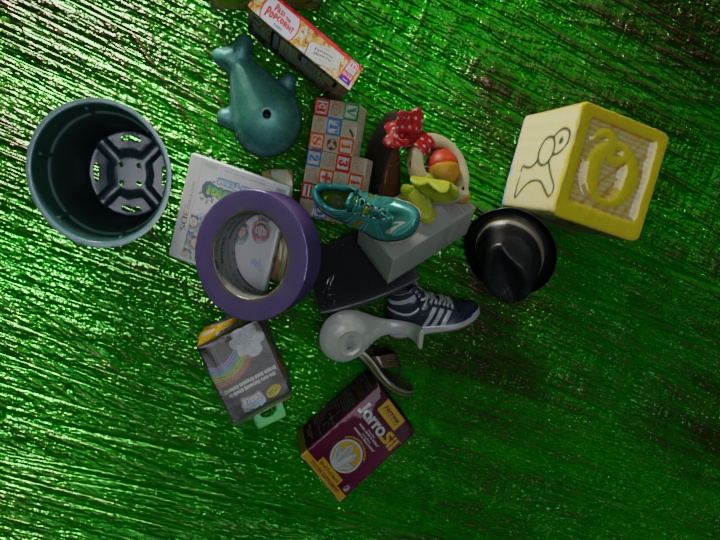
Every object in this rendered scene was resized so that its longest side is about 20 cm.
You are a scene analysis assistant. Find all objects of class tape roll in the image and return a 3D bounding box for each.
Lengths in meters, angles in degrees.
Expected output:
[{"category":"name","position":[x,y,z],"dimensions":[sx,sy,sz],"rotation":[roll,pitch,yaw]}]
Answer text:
[{"category":"tape roll","position":[-0.166,-0.027,0.886],"dimensions":[0.191,0.085,0.209],"rotation":[1,95,11]}]

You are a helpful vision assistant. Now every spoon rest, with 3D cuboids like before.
[{"category":"spoon rest","position":[0.018,0.119,0.997],"dimensions":[0.192,0.061,0.103],"rotation":[0,110,-14]}]

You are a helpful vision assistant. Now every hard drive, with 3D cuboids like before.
[{"category":"hard drive","position":[0.000,0.000,1.008],"dimensions":[0.193,0.043,0.138],"rotation":[-18,64,-10]}]

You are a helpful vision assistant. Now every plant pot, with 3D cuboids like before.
[{"category":"plant pot","position":[-0.385,-0.154,0.855],"dimensions":[0.192,0.196,0.209],"rotation":[-2,100,-11]}]

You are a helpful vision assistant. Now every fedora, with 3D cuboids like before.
[{"category":"fedora","position":[0.282,-0.013,1.029],"dimensions":[0.193,0.093,0.206],"rotation":[11,130,13]}]

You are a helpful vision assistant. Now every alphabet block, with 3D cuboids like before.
[{"category":"alphabet block","position":[0.411,-0.181,1.017],"dimensions":[0.189,0.200,0.203],"rotation":[12,97,-13]}]

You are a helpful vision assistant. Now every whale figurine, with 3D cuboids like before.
[{"category":"whale figurine","position":[-0.178,-0.297,0.923],"dimensions":[0.155,0.104,0.206],"rotation":[-27,103,-6]}]

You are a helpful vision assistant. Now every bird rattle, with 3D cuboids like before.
[{"category":"bird rattle","position":[0.119,-0.182,0.944],"dimensions":[0.158,0.113,0.207],"rotation":[3,61,-31]}]

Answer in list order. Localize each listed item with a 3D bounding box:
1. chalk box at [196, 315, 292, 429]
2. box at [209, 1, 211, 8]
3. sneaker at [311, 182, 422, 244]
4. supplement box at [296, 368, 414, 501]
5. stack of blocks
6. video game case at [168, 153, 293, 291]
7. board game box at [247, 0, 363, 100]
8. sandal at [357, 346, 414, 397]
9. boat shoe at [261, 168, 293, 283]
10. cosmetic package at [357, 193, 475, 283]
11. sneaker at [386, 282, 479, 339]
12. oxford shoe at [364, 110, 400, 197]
[{"category":"chalk box","position":[-0.200,0.185,0.988],"dimensions":[0.121,0.124,0.207],"rotation":[-23,104,-8]},{"category":"box","position":[-0.152,-0.506,0.850],"dimensions":[0.191,0.193,0.128],"rotation":[-5,100,-10]},{"category":"sneaker","position":[0.005,-0.097,0.886],"dimensions":[0.193,0.079,0.081],"rotation":[16,88,17]},{"category":"supplement box","position":[-0.012,0.319,1.058],"dimensions":[0.199,0.103,0.132],"rotation":[-41,104,-3]},{"category":"stack of blocks","position":[-0.037,-0.193,0.972],"dimensions":[0.111,0.058,0.209],"rotation":[11,97,12]},{"category":"video game case","position":[-0.230,-0.085,0.948],"dimensions":[0.193,0.024,0.189],"rotation":[19,99,9]},{"category":"board game box","position":[-0.097,-0.371,0.905],"dimensions":[0.197,0.151,0.047],"rotation":[35,92,-16]},{"category":"sandal","position":[0.041,0.173,1.056],"dimensions":[0.057,0.080,0.201],"rotation":[-42,104,3]},{"category":"boat shoe","position":[-0.159,-0.082,0.983],"dimensions":[0.066,0.074,0.209],"rotation":[3,91,-8]},{"category":"cosmetic package","position":[0.100,-0.082,0.983],"dimensions":[0.196,0.086,0.109],"rotation":[-30,66,-19]},{"category":"sneaker","position":[0.142,0.061,1.057],"dimensions":[0.192,0.070,0.113],"rotation":[-11,114,-7]},{"category":"oxford shoe","position":[0.049,-0.193,1.019],"dimensions":[0.070,0.070,0.208],"rotation":[8,97,-42]}]
